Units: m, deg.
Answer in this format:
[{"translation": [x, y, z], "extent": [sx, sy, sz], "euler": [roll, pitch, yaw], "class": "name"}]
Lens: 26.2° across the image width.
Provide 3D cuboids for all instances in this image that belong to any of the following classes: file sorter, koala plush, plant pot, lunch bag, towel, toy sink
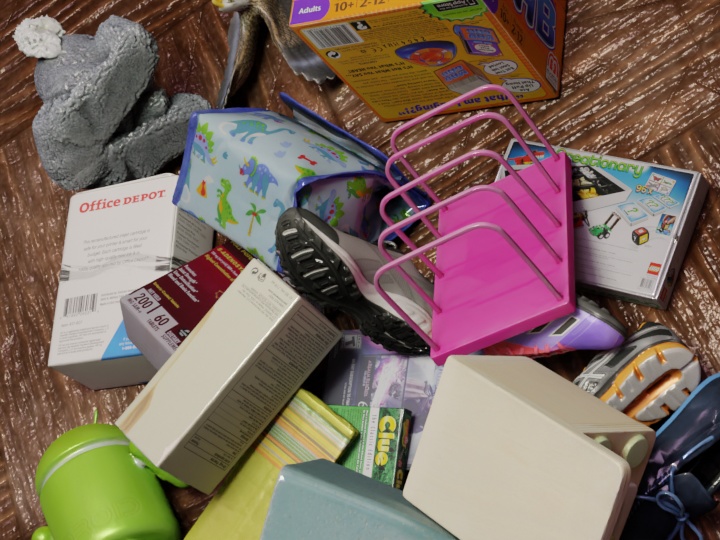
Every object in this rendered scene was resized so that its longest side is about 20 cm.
[{"translation": [0.097, -0.047, 1.368], "extent": [0.139, 0.125, 0.200], "euler": [-24, 37, 26], "class": "file sorter"}, {"translation": [-0.302, -0.198, 1.714], "extent": [0.184, 0.177, 0.200], "euler": [-41, 47, -2], "class": "koala plush"}, {"translation": [0.018, 0.281, 1.288], "extent": [0.200, 0.196, 0.197], "euler": [15, 87, 11], "class": "plant pot"}, {"translation": [-0.052, -0.089, 1.522], "extent": [0.170, 0.200, 0.128], "euler": [34, 118, 35], "class": "lunch bag"}, {"translation": [-0.088, 0.208, 1.453], "extent": [0.086, 0.018, 0.200], "euler": [37, 94, 28], "class": "towel"}, {"translation": [0.152, 0.166, 1.238], "extent": [0.200, 0.112, 0.131], "euler": [30, 108, 44], "class": "toy sink"}]

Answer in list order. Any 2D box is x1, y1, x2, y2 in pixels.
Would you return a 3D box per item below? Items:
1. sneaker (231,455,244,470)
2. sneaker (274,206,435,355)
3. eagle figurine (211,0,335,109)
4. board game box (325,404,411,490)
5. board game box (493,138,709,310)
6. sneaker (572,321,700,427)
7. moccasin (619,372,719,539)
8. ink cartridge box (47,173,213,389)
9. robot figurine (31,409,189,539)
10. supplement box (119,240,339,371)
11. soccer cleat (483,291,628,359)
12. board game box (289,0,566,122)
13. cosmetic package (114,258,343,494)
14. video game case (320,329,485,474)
[{"translation": [-0.118, 0.112, 1.531], "extent": [0.083, 0.081, 0.200], "euler": [-18, 62, 7], "class": "sneaker"}, {"translation": [0.000, 0.000, 1.430], "extent": [0.074, 0.200, 0.079], "euler": [-17, 44, 45], "class": "sneaker"}, {"translation": [-0.111, -0.276, 1.697], "extent": [0.152, 0.151, 0.200], "euler": [-23, 85, 65], "class": "eagle figurine"}, {"translation": [-0.013, 0.224, 1.433], "extent": [0.105, 0.023, 0.200], "euler": [0, 75, 31], "class": "board game box"}, {"translation": [0.209, -0.046, 1.441], "extent": [0.200, 0.035, 0.126], "euler": [15, 76, 34], "class": "board game box"}, {"translation": [0.207, 0.120, 1.350], "extent": [0.200, 0.078, 0.077], "euler": [-37, 25, 16], "class": "sneaker"}, {"translation": [0.264, 0.172, 1.276], "extent": [0.200, 0.080, 0.068], "euler": [-55, 42, -2], "class": "moccasin"}, {"translation": [-0.238, 0.013, 1.637], "extent": [0.146, 0.084, 0.200], "euler": [-9, 64, 27], "class": "ink cartridge box"}, {"translation": [-0.248, 0.235, 1.518], "extent": [0.175, 0.116, 0.200], "euler": [-45, 52, 18], "class": "robot figurine"}, {"translation": [-0.121, 0.031, 1.522], "extent": [0.200, 0.061, 0.109], "euler": [-29, 50, -25], "class": "supplement box"}, {"translation": [0.150, 0.055, 1.374], "extent": [0.200, 0.068, 0.073], "euler": [11, 66, 47], "class": "soccer cleat"}, {"translation": [0.075, -0.290, 1.530], "extent": [0.200, 0.200, 0.200], "euler": [-5, 64, 28], "class": "board game box"}, {"translation": [-0.119, 0.099, 1.426], "extent": [0.071, 0.105, 0.200], "euler": [39, 86, 33], "class": "cosmetic package"}, {"translation": [0.052, 0.122, 1.463], "extent": [0.200, 0.019, 0.143], "euler": [-4, 65, 29], "class": "video game case"}]
